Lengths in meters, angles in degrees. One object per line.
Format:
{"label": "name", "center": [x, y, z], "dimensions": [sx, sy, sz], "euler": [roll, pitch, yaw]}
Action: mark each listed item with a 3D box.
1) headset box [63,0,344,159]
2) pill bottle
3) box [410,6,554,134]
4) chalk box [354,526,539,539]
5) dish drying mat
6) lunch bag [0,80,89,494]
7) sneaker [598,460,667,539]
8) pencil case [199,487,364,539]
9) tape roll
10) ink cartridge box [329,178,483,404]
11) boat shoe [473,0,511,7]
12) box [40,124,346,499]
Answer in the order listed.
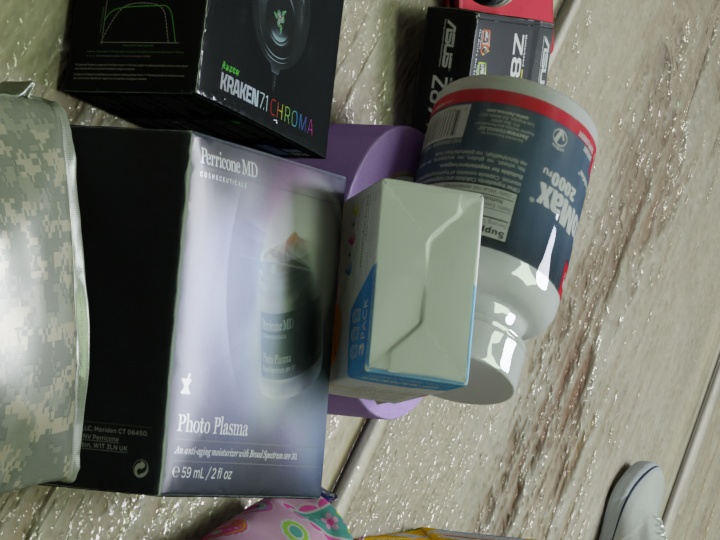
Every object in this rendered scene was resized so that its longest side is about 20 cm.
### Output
{"label": "headset box", "center": [-0.083, -0.183, 1.406], "dimensions": [0.174, 0.092, 0.202], "euler": [24, 71, -63]}
{"label": "pill bottle", "center": [0.084, -0.018, 1.595], "dimensions": [0.120, 0.119, 0.202], "euler": [51, 49, -54]}
{"label": "box", "center": [0.086, -0.096, 1.794], "dimensions": [0.161, 0.049, 0.202], "euler": [-5, 104, -66]}
{"label": "chalk box", "center": [0.065, 0.299, 1.734], "dimensions": [0.124, 0.123, 0.202], "euler": [0, 94, -63]}
{"label": "dish drying mat", "center": [0.111, -0.202, 1.885], "dimensions": [0.200, 0.018, 0.078], "euler": [-21, 111, -62]}
{"label": "lunch bag", "center": [-0.214, 0.006, 1.137], "dimensions": [0.164, 0.117, 0.202], "euler": [-5, 103, -63]}
{"label": "sneaker", "center": [0.259, 0.262, 2.181], "dimensions": [0.201, 0.070, 0.073], "euler": [-65, 146, -37]}
{"label": "pencil case", "center": [-0.072, 0.203, 1.486], "dimensions": [0.200, 0.087, 0.088], "euler": [-26, 116, -60]}
{"label": "tape roll", "center": [0.000, 0.000, 1.630], "dimensions": [0.200, 0.065, 0.202], "euler": [3, 90, -65]}
{"label": "ink cartridge box", "center": [0.012, 0.019, 1.457], "dimensions": [0.200, 0.067, 0.116], "euler": [153, -57, -74]}
{"label": "boat shoe", "center": [0.056, -0.264, 1.714], "dimensions": [0.093, 0.074, 0.201], "euler": [-52, 129, -43]}
{"label": "box", "center": [-0.106, 0.027, 1.354], "dimensions": [0.200, 0.122, 0.200], "euler": [11, 82, -64]}
